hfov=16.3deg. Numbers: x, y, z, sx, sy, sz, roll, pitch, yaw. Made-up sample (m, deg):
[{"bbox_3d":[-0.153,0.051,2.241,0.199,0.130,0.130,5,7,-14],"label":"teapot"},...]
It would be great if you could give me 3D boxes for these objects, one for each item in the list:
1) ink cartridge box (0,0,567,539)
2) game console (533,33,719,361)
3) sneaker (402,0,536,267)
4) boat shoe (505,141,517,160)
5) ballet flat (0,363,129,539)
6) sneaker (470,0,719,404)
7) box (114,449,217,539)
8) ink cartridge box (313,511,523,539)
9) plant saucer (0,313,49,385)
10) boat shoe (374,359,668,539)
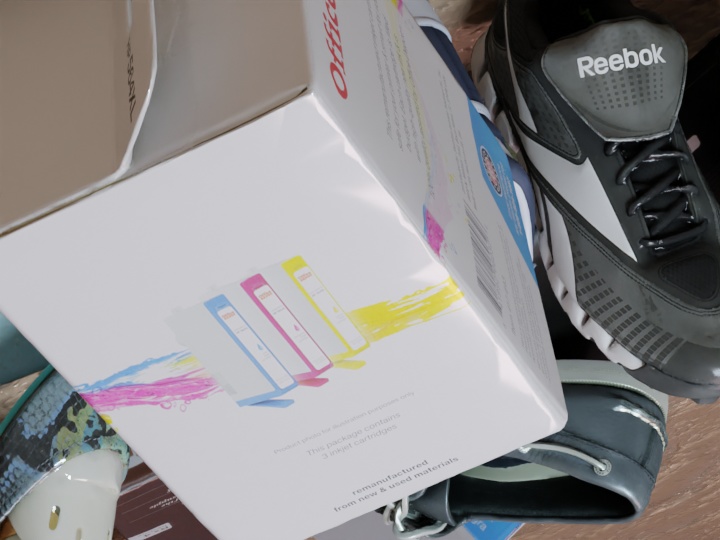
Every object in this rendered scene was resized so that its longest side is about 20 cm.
[{"bbox_3d":[-0.038,-0.028,0.797,0.125,0.129,0.200,-24,133,15],"label":"ink cartridge box"},{"bbox_3d":[0.114,-0.037,1.118,0.200,0.116,0.176,-42,140,-4],"label":"game console"},{"bbox_3d":[0.000,0.000,0.979,0.070,0.109,0.201,-9,141,-35],"label":"sneaker"},{"bbox_3d":[-0.002,-0.011,1.094,0.200,0.075,0.068,-36,-178,20],"label":"boat shoe"},{"bbox_3d":[-0.141,0.121,1.038,0.200,0.074,0.074,-54,153,15],"label":"ballet flat"},{"bbox_3d":[0.095,-0.045,0.930,0.066,0.201,0.091,-13,145,-15],"label":"sneaker"},{"bbox_3d":[-0.083,0.088,1.249,0.100,0.075,0.200,-24,164,-1],"label":"box"},{"bbox_3d":[0.080,0.074,1.287,0.200,0.084,0.146,-41,171,-27],"label":"ink cartridge box"},{"bbox_3d":[-0.156,0.008,0.967,0.200,0.039,0.201,-20,168,-4],"label":"plant saucer"},{"bbox_3d":[0.030,0.079,1.057,0.198,0.062,0.073,-4,145,14],"label":"boat shoe"}]
